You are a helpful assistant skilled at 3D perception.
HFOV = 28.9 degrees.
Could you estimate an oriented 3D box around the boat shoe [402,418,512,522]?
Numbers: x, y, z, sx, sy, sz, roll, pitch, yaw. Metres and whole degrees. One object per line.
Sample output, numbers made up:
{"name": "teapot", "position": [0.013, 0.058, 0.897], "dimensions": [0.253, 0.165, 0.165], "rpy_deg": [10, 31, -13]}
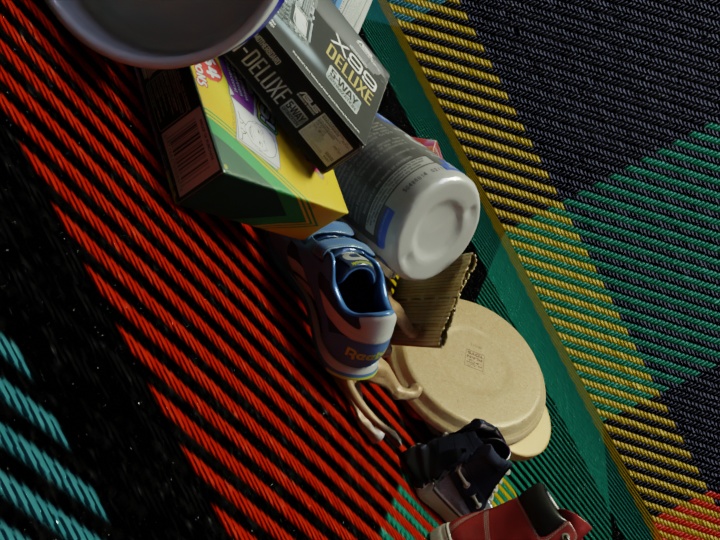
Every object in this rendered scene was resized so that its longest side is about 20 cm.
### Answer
{"name": "boat shoe", "position": [0.121, 0.214, 1.414], "dimensions": [0.200, 0.092, 0.075], "rpy_deg": [44, 22, -58]}

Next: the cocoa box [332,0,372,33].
{"name": "cocoa box", "position": [-0.078, -0.355, 1.488], "dimensions": [0.198, 0.135, 0.131], "rpy_deg": [25, 8, 11]}

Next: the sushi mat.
{"name": "sushi mat", "position": [0.063, 0.032, 1.404], "dimensions": [0.012, 0.097, 0.200], "rpy_deg": [26, -9, -15]}

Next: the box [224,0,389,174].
{"name": "box", "position": [-0.062, -0.199, 1.185], "dimensions": [0.200, 0.050, 0.158], "rpy_deg": [50, 26, -17]}

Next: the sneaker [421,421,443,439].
{"name": "sneaker", "position": [0.107, 0.141, 1.557], "dimensions": [0.076, 0.076, 0.201], "rpy_deg": [57, 16, -32]}

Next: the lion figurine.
{"name": "lion figurine", "position": [0.002, 0.061, 1.291], "dimensions": [0.123, 0.072, 0.201], "rpy_deg": [48, 21, -31]}

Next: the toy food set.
{"name": "toy food set", "position": [0.115, 0.110, 1.513], "dimensions": [0.198, 0.049, 0.200], "rpy_deg": [10, 48, -22]}

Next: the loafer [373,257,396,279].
{"name": "loafer", "position": [0.000, 0.000, 1.464], "dimensions": [0.200, 0.072, 0.072], "rpy_deg": [-1, 99, -79]}

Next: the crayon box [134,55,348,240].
{"name": "crayon box", "position": [-0.106, -0.137, 1.165], "dimensions": [0.172, 0.058, 0.202], "rpy_deg": [14, 52, -55]}

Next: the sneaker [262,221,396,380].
{"name": "sneaker", "position": [-0.023, -0.005, 1.231], "dimensions": [0.073, 0.083, 0.201], "rpy_deg": [-10, 58, -32]}

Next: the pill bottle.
{"name": "pill bottle", "position": [0.013, -0.087, 1.352], "dimensions": [0.200, 0.114, 0.114], "rpy_deg": [40, -5, 37]}

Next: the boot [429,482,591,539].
{"name": "boot", "position": [0.156, 0.295, 1.260], "dimensions": [0.072, 0.143, 0.202], "rpy_deg": [50, 19, -53]}

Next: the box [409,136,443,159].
{"name": "box", "position": [0.043, -0.074, 1.552], "dimensions": [0.200, 0.098, 0.097], "rpy_deg": [56, 46, -70]}

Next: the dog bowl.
{"name": "dog bowl", "position": [-0.142, -0.252, 1.027], "dimensions": [0.202, 0.199, 0.079], "rpy_deg": [61, 9, -8]}
